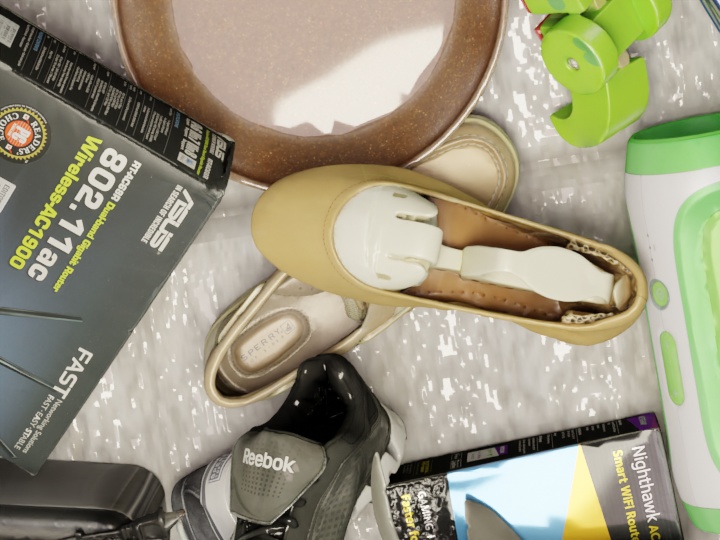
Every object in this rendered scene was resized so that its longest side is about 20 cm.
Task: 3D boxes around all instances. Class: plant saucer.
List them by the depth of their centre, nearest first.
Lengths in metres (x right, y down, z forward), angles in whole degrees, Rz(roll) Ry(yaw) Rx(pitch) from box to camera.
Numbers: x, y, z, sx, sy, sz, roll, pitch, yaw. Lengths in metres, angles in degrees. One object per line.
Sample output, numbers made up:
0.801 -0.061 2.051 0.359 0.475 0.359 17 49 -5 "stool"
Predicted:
-0.025 -0.139 1.187 0.199 0.037 0.202 0 97 3 "plant saucer"

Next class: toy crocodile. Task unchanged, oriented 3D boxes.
0.096 -0.151 1.150 0.062 0.068 0.201 5 130 45 "toy crocodile"

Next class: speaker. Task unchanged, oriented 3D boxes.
0.186 0.025 1.186 0.088 0.088 0.201 -10 99 5 "speaker"

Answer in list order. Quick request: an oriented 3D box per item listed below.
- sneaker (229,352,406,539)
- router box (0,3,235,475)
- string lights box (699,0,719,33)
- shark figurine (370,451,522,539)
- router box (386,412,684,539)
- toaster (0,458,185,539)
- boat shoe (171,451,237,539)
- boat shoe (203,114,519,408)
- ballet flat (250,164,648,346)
-0.039 0.123 1.150 0.066 0.201 0.091 5 142 26 "sneaker"
-0.175 -0.015 1.173 0.149 0.062 0.200 29 116 -14 "router box"
0.189 -0.150 1.144 0.059 0.103 0.201 -32 97 7 "string lights box"
0.061 0.144 1.154 0.128 0.214 0.090 -42 54 34 "shark figurine"
0.103 0.187 1.234 0.148 0.051 0.201 -13 98 5 "router box"
-0.182 0.192 1.217 0.198 0.119 0.182 2 101 3 "toaster"
-0.035 0.189 1.237 0.068 0.072 0.201 -26 99 44 "boat shoe"
0.000 0.000 1.200 0.200 0.065 0.072 -39 96 9 "boat shoe"
0.047 -0.011 1.145 0.199 0.063 0.069 11 85 -11 "ballet flat"
